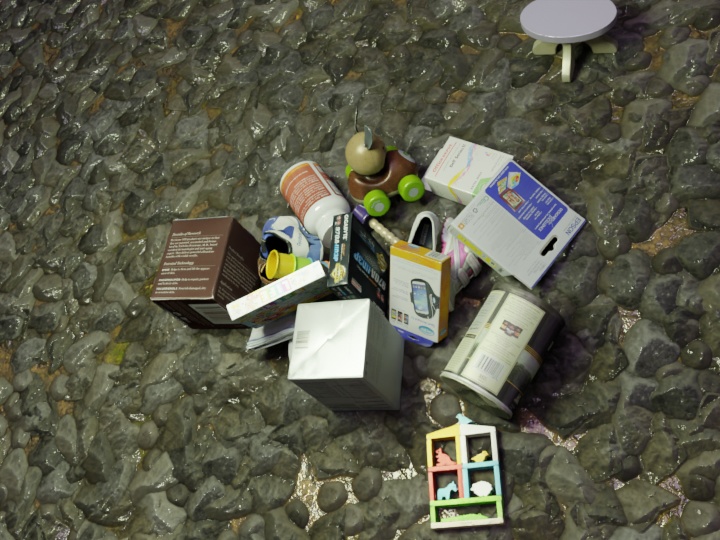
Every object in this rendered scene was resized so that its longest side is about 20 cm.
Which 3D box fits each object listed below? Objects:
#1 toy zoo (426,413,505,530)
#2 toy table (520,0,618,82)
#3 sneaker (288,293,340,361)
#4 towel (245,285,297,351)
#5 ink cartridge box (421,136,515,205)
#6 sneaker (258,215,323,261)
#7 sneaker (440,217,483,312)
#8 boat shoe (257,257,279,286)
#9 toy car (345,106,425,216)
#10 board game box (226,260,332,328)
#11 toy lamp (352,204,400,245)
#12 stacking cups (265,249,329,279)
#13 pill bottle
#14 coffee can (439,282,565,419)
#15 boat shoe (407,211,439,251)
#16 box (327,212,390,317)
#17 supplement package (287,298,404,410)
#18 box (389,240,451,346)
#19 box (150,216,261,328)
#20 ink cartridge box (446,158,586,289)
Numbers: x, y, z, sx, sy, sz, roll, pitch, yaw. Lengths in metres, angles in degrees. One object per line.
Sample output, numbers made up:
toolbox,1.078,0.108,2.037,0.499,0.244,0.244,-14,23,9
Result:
toy zoo,0.185,0.356,1.361,0.131,0.020,0.200,-11,59,18
toy table,0.459,-0.520,1.659,0.200,0.117,0.184,20,72,30
sneaker,-0.074,0.115,1.573,0.099,0.071,0.200,10,64,33
towel,-0.164,0.077,1.610,0.147,0.024,0.200,-20,38,29
ink cartridge box,0.220,-0.210,1.624,0.200,0.067,0.117,24,75,32
sneaker,-0.175,-0.068,1.634,0.199,0.115,0.081,33,114,49
sneaker,0.199,-0.011,1.517,0.088,0.081,0.200,7,72,20
boat shoe,-0.184,0.001,1.641,0.072,0.068,0.200,-38,32,-1
toy car,0.032,-0.249,1.620,0.158,0.200,0.164,-24,42,-4
board game box,-0.147,0.051,1.494,0.200,0.134,0.034,-26,74,7
toy lamp,0.056,-0.077,1.632,0.058,0.058,0.200,-44,57,-3
stacking cups,-0.095,0.004,1.573,0.060,0.200,0.061,-28,57,54
pill bottle,-0.092,-0.145,1.698,0.112,0.112,0.200,-36,55,2
coffee can,0.255,0.144,1.369,0.146,0.146,0.200,26,76,32
boat shoe,0.113,-0.019,1.521,0.073,0.065,0.200,7,97,10
box,0.000,0.000,1.526,0.046,0.200,0.159,-8,60,23
supplement package,-0.021,0.167,1.444,0.150,0.200,0.152,-5,62,22
box,0.114,0.051,1.483,0.119,0.200,0.041,20,36,33
box,-0.332,0.008,1.686,0.164,0.166,0.200,-2,62,23
ink cartridge box,0.308,-0.089,1.498,0.200,0.047,0.198,41,71,4
